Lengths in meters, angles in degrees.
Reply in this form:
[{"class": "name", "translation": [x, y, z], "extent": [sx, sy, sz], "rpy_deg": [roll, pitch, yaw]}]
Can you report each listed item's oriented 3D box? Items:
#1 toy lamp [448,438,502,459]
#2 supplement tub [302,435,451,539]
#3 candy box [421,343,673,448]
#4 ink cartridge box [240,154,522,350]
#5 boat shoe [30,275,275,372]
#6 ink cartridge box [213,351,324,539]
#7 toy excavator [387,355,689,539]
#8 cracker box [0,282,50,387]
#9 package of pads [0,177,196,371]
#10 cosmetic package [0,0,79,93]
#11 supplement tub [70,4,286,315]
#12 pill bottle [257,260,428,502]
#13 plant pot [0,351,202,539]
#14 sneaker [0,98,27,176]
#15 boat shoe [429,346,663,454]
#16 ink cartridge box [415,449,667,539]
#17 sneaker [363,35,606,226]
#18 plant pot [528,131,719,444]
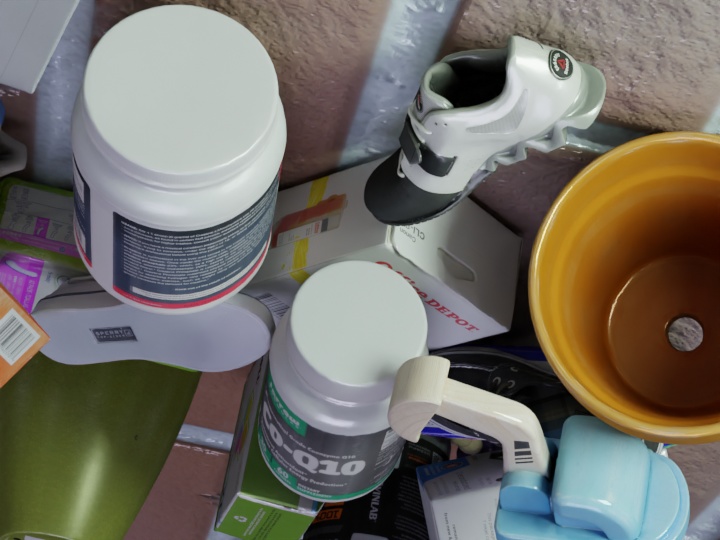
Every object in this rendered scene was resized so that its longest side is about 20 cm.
[{"class": "toy lamp", "translation": [0.061, 0.122, 1.746], "extent": [0.058, 0.059, 0.200], "rpy_deg": [-7, 149, 29]}, {"class": "supplement tub", "translation": [0.011, 0.228, 1.806], "extent": [0.122, 0.201, 0.123], "rpy_deg": [7, 152, 4]}, {"class": "candy box", "translation": [0.149, 0.099, 1.590], "extent": [0.199, 0.078, 0.169], "rpy_deg": [3, 177, 16]}, {"class": "ink cartridge box", "translation": [0.000, 0.000, 1.499], "extent": [0.199, 0.084, 0.145], "rpy_deg": [-15, 143, 40]}, {"class": "boat shoe", "translation": [-0.148, 0.026, 1.476], "extent": [0.199, 0.065, 0.074], "rpy_deg": [3, 128, 22]}, {"class": "ink cartridge box", "translation": [-0.057, 0.129, 1.698], "extent": [0.075, 0.149, 0.200], "rpy_deg": [15, 152, -7]}, {"class": "toy excavator", "translation": [0.124, 0.131, 1.362], "extent": [0.193, 0.100, 0.201], "rpy_deg": [6, 144, 13]}, {"class": "cracker box", "translation": [-0.322, -0.014, 1.476], "extent": [0.200, 0.058, 0.134], "rpy_deg": [38, 169, 44]}, {"class": "package of pads", "translation": [-0.201, 0.004, 1.592], "extent": [0.199, 0.069, 0.155], "rpy_deg": [15, 154, -10]}, {"class": "cosmetic package", "translation": [-0.239, -0.219, 1.118], "extent": [0.199, 0.124, 0.199], "rpy_deg": [16, 152, -16]}, {"class": "supplement tub", "translation": [-0.122, -0.070, 1.342], "extent": [0.139, 0.141, 0.200], "rpy_deg": [11, 153, -2]}, {"class": "pill bottle", "translation": [-0.012, 0.079, 1.439], "extent": [0.112, 0.114, 0.200], "rpy_deg": [10, 152, -1]}, {"class": "plant pot", "translation": [-0.241, 0.149, 1.739], "extent": [0.186, 0.201, 0.187], "rpy_deg": [7, 153, 4]}, {"class": "sneaker", "translation": [-0.295, -0.122, 1.388], "extent": [0.089, 0.075, 0.200], "rpy_deg": [-5, 157, 10]}, {"class": "boat shoe", "translation": [0.121, 0.104, 1.475], "extent": [0.199, 0.070, 0.066], "rpy_deg": [19, -177, 16]}, {"class": "ink cartridge box", "translation": [0.156, 0.196, 1.699], "extent": [0.199, 0.084, 0.145], "rpy_deg": [-12, -175, -2]}, {"class": "sneaker", "translation": [0.057, -0.098, 1.311], "extent": [0.088, 0.074, 0.200], "rpy_deg": [28, 138, -32]}, {"class": "plant pot", "translation": [0.222, 0.026, 1.385], "extent": [0.199, 0.202, 0.183], "rpy_deg": [4, 168, 11]}]
